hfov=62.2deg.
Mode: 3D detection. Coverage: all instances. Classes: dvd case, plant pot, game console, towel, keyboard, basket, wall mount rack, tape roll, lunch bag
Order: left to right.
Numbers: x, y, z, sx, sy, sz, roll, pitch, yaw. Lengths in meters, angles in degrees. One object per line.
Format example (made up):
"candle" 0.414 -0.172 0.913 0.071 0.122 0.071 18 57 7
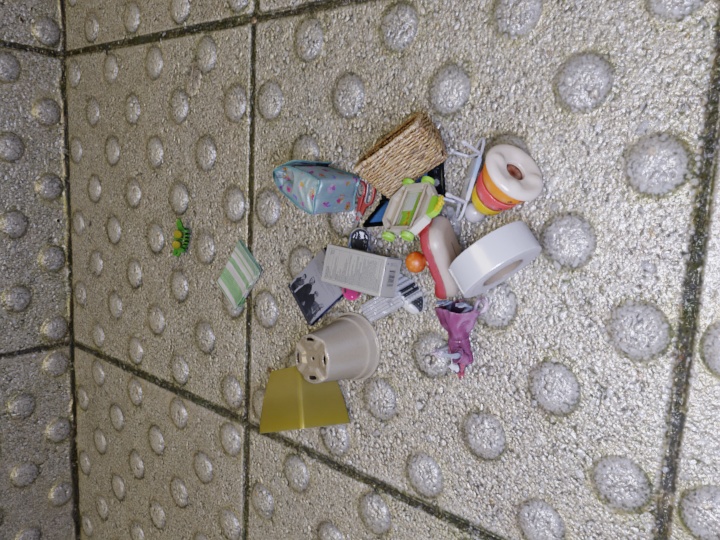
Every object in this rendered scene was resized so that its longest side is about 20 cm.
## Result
"towel" -0.417 0.019 2.033 0.153 0.023 0.201 51 124 25
"plant pot" -0.172 0.377 1.769 0.198 0.199 0.179 -18 73 40
"lunch bag" -0.128 -0.241 1.661 0.199 0.169 0.124 33 118 37
"dvd case" -0.128 0.050 1.792 0.200 0.025 0.151 -43 68 34
"plant pot" -0.076 0.230 1.665 0.198 0.182 0.204 6 99 39
"keyboard" 0.056 0.094 1.600 0.057 0.011 0.200 61 150 4
"basket" 0.087 -0.304 1.455 0.199 0.148 0.144 -33 48 26
"game console" 0.104 -0.206 1.506 0.198 0.116 0.179 -2 94 40
"wall mount rack" 0.229 -0.218 1.360 0.073 0.174 0.203 15 94 -4
"tape roll" 0.294 -0.022 1.312 0.202 0.201 0.071 -42 70 35

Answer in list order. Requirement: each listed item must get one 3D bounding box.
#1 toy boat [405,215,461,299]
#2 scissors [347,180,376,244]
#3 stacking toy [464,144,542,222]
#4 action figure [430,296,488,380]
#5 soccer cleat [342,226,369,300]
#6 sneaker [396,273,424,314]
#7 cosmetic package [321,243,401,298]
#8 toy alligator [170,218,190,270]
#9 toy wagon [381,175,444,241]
"toy boat" 0.169 -0.025 1.431 0.129 0.131 0.202 -10 118 28
"scissors" 0.001 -0.154 1.665 0.073 0.014 0.203 21 107 36
"stacking toy" 0.304 -0.174 1.360 0.147 0.145 0.200 61 146 17
"action figure" 0.244 0.168 1.467 0.147 0.134 0.203 -13 102 -2
"soccer cleat" -0.010 -0.020 1.653 0.069 0.086 0.203 9 98 -5
"sneaker" 0.092 0.050 1.584 0.200 0.075 0.082 46 135 29
"cosmetic package" 0.000 0.000 1.534 0.198 0.073 0.105 15 96 38
"toy alligator" -0.664 -0.092 2.212 0.053 0.059 0.203 11 106 -3
"toy wagon" 0.127 -0.141 1.382 0.199 0.039 0.157 4 68 54
